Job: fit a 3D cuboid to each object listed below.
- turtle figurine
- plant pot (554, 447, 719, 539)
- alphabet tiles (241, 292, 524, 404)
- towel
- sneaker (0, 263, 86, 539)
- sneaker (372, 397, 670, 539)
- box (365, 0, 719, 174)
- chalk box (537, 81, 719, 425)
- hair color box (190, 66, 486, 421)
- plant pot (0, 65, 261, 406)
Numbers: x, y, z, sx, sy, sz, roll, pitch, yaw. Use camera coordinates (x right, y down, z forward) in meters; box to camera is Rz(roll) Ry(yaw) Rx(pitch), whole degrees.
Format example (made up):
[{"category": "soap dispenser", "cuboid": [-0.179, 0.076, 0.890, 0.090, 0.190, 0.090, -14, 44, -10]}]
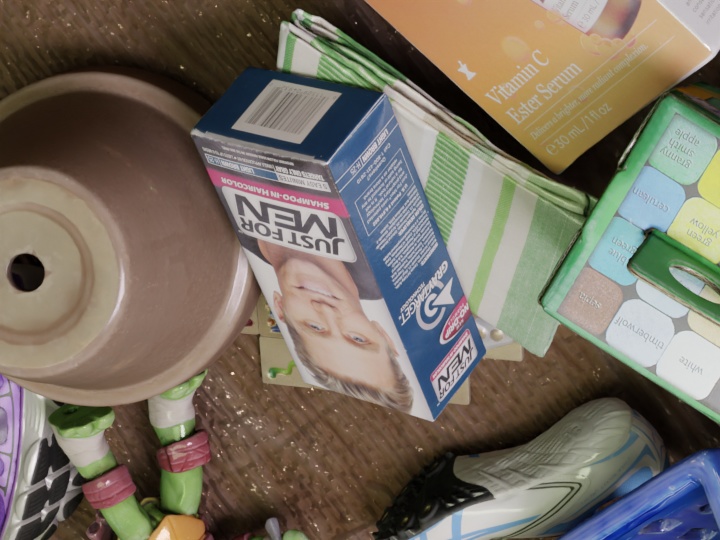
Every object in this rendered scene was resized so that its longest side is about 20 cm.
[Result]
[{"category": "turtle figurine", "cuboid": [-0.108, 0.168, 1.389, 0.143, 0.200, 0.195, -13, 107, 10]}, {"category": "plant pot", "cuboid": [0.222, 0.220, 1.263, 0.200, 0.179, 0.201, -43, 57, 44]}, {"category": "alphabet tiles", "cuboid": [0.000, 0.000, 1.360, 0.199, 0.006, 0.167, 5, 117, 16]}, {"category": "towel", "cuboid": [0.034, -0.047, 1.254, 0.200, 0.023, 0.153, 33, 150, 12]}, {"category": "sneaker", "cuboid": [-0.216, 0.087, 1.452, 0.083, 0.081, 0.201, 17, 112, 26]}, {"category": "sneaker", "cuboid": [0.093, 0.138, 1.366, 0.199, 0.072, 0.073, -24, 116, 31]}, {"category": "box", "cuboid": [0.088, -0.174, 1.150, 0.200, 0.106, 0.152, 41, 147, -5]}, {"category": "chalk box", "cuboid": [0.174, -0.009, 1.105, 0.124, 0.200, 0.124, 33, 103, 8]}, {"category": "hair color box", "cuboid": [-0.010, -0.013, 1.266, 0.100, 0.061, 0.200, 15, 143, 37]}, {"category": "plant pot", "cuboid": [-0.160, -0.010, 1.278, 0.199, 0.175, 0.201, 1, 98, 7]}]
